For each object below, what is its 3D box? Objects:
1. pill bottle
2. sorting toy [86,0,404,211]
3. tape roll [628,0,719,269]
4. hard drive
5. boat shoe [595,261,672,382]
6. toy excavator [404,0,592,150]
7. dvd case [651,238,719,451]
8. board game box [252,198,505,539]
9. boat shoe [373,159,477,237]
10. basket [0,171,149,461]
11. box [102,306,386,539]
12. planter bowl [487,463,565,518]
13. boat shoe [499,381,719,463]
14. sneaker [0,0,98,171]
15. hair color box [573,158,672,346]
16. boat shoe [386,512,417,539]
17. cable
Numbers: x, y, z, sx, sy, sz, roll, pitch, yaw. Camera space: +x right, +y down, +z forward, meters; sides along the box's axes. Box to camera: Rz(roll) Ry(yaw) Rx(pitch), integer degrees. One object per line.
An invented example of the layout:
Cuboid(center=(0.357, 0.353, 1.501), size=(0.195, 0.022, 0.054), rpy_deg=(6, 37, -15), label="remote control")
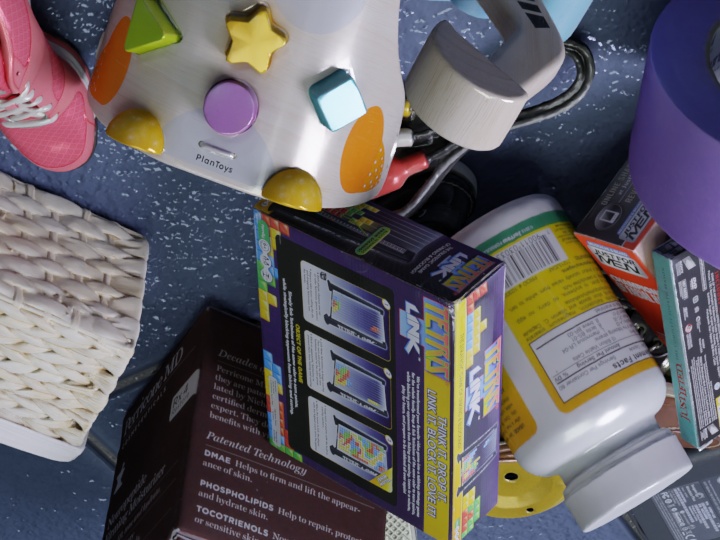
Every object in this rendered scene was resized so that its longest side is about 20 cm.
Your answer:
Cuboid(center=(0.130, 0.062, 1.080), size=(0.112, 0.201, 0.113), rpy_deg=(-28, 165, -8), label="pill bottle")
Cuboid(center=(-0.058, -0.147, 0.976), size=(0.198, 0.107, 0.182), rpy_deg=(19, 110, 0), label="sorting toy")
Cuboid(center=(0.260, -0.086, 0.961), size=(0.197, 0.201, 0.086), rpy_deg=(3, 134, -2), label="tape roll")
Cuboid(center=(0.314, 0.170, 1.326), size=(0.198, 0.033, 0.140), rpy_deg=(-19, 131, 19), label="hard drive")
Cuboid(center=(0.211, 0.051, 1.187), size=(0.199, 0.066, 0.072), rpy_deg=(17, 129, -19), label="boat shoe")
Cuboid(center=(0.082, -0.153, 0.867), size=(0.193, 0.201, 0.100), rpy_deg=(-6, 141, -35), label="toy excavator")
Cuboid(center=(0.276, 0.008, 1.074), size=(0.199, 0.022, 0.147), rpy_deg=(-29, 122, -22), label="dvd case")
Cuboid(center=(0.012, 0.057, 1.065), size=(0.164, 0.057, 0.202), rpy_deg=(25, 134, 31), label="board game box")
Cuboid(center=(0.002, 0.001, 1.144), size=(0.198, 0.067, 0.074), rpy_deg=(-31, 126, 27), label="boat shoe")
Cuboid(center=(-0.250, 0.018, 1.121), size=(0.198, 0.136, 0.124), rpy_deg=(25, 126, -22), label="basket")
Cuboid(center=(-0.086, 0.173, 1.213), size=(0.163, 0.202, 0.166), rpy_deg=(22, 134, -19), label="box")
Cuboid(center=(0.113, 0.128, 1.254), size=(0.197, 0.084, 0.202), rpy_deg=(0, 134, 0), label="planter bowl")
Cuboid(center=(0.160, 0.115, 1.161), size=(0.197, 0.073, 0.076), rpy_deg=(4, 159, 0), label="boat shoe")
Cuboid(center=(-0.221, -0.124, 1.011), size=(0.073, 0.087, 0.201), rpy_deg=(-9, 134, 11), label="sneaker")
Cuboid(center=(0.239, -0.001, 1.102), size=(0.111, 0.064, 0.200), rpy_deg=(-52, 124, -11), label="hair color box")
Cuboid(center=(0.013, 0.261, 1.404), size=(0.074, 0.062, 0.202), rpy_deg=(2, 119, 5), label="boat shoe")
Cuboid(center=(0.056, -0.086, 1.055), size=(0.198, 0.050, 0.098), rpy_deg=(-12, 96, 19), label="cable")
